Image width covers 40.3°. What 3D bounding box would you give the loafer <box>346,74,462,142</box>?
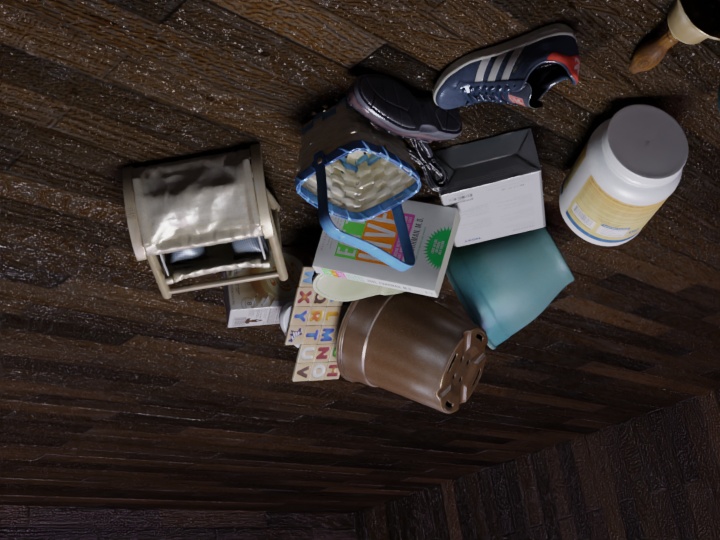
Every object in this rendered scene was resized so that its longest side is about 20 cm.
[{"bbox_3d":[0.051,-0.202,1.296,0.198,0.073,0.063,9,155,-43],"label":"loafer"}]

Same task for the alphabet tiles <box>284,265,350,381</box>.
[{"bbox_3d":[-0.052,0.090,1.633,0.165,0.203,0.008,1,-160,-41],"label":"alphabet tiles"}]

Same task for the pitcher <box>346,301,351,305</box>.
[{"bbox_3d":[0.011,0.059,1.822,0.199,0.171,0.122,-6,134,-56],"label":"pitcher"}]

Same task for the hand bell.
[{"bbox_3d":[0.388,-0.292,1.224,0.102,0.106,0.200,-3,168,-15],"label":"hand bell"}]

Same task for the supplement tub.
[{"bbox_3d":[0.392,-0.140,1.469,0.142,0.147,0.201,-5,157,-10],"label":"supplement tub"}]

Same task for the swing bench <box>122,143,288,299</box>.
[{"bbox_3d":[-0.219,-0.067,1.418,0.195,0.132,0.201,-10,156,1],"label":"swing bench"}]

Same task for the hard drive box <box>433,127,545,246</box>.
[{"bbox_3d":[0.202,-0.123,1.521,0.153,0.078,0.200,-12,156,7],"label":"hard drive box"}]

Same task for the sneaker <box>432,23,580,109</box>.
[{"bbox_3d":[0.184,-0.236,1.246,0.198,0.086,0.075,-21,154,26],"label":"sneaker"}]

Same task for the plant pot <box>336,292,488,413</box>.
[{"bbox_3d":[0.095,0.131,1.642,0.196,0.203,0.200,23,173,30],"label":"plant pot"}]

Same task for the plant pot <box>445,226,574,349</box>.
[{"bbox_3d":[0.261,0.002,1.707,0.186,0.202,0.200,-31,153,10],"label":"plant pot"}]

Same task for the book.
[{"bbox_3d":[0.039,-0.041,1.476,0.197,0.136,0.048,10,159,20],"label":"book"}]

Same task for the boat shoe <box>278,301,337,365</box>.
[{"bbox_3d":[-0.080,0.107,1.664,0.056,0.069,0.200,28,171,44],"label":"boat shoe"}]

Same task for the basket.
[{"bbox_3d":[0.001,-0.108,1.304,0.138,0.203,0.175,-32,142,27],"label":"basket"}]

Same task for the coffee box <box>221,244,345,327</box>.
[{"bbox_3d":[-0.133,0.025,1.681,0.196,0.116,0.080,-5,156,-14],"label":"coffee box"}]

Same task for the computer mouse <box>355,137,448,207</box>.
[{"bbox_3d":[0.021,-0.131,1.434,0.198,0.044,0.110,-21,126,27],"label":"computer mouse"}]

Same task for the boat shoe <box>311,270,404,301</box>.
[{"bbox_3d":[0.001,-0.002,1.573,0.196,0.067,0.075,-6,137,-29],"label":"boat shoe"}]

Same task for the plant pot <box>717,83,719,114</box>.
[{"bbox_3d":[0.550,-0.271,1.197,0.197,0.203,0.197,-12,149,6],"label":"plant pot"}]
